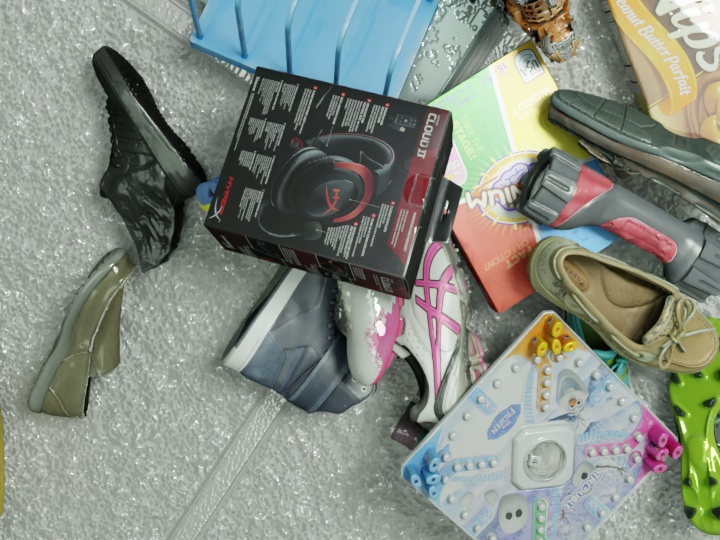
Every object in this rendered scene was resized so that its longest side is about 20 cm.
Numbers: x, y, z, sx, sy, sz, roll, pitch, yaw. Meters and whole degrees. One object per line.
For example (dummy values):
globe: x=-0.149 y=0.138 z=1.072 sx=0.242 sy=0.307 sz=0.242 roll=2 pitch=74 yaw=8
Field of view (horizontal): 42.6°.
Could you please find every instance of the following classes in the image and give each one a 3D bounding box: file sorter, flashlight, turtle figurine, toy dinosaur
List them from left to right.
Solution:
file sorter: x=-0.038 y=-0.244 z=0.807 sx=0.197 sy=0.123 sz=0.141 roll=23 pitch=76 yaw=3
turtle figurine: x=0.133 y=0.182 z=0.908 sx=0.198 sy=0.101 sz=0.151 roll=33 pitch=103 yaw=6
toy dinosaur: x=0.133 y=-0.278 z=0.785 sx=0.100 sy=0.136 sz=0.204 roll=-9 pitch=110 yaw=0
flashlight: x=0.236 y=-0.036 z=0.824 sx=0.198 sy=0.069 sz=0.068 roll=29 pitch=146 yaw=-9

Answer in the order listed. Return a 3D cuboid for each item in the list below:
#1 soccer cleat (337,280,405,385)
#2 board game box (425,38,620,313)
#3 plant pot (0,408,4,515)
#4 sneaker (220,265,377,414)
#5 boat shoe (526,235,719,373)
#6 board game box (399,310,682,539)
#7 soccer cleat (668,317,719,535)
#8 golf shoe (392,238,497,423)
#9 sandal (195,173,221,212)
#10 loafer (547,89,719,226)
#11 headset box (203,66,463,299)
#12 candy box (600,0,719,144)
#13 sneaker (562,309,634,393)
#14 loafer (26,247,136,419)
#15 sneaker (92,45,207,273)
soccer cleat: x=0.000 y=0.000 z=0.848 sx=0.085 sy=0.070 sz=0.204 roll=15 pitch=78 yaw=-23
board game box: x=0.141 y=-0.087 z=0.866 sx=0.151 sy=0.040 sz=0.202 roll=-31 pitch=96 yaw=1
plant pot: x=-0.480 y=0.222 z=0.950 sx=0.196 sy=0.201 sz=0.180 roll=-9 pitch=111 yaw=9
sneaker: x=-0.024 y=0.044 z=0.912 sx=0.145 sy=0.077 sz=0.204 roll=34 pitch=95 yaw=-9
boat shoe: x=0.237 y=0.036 z=0.806 sx=0.197 sy=0.063 sz=0.074 roll=25 pitch=89 yaw=-12
board game box: x=0.168 y=0.173 z=0.840 sx=0.200 sy=0.026 sz=0.200 roll=42 pitch=93 yaw=-18
soccer cleat: x=0.340 y=0.149 z=0.891 sx=0.067 sy=0.080 sz=0.205 roll=-4 pitch=81 yaw=41
golf shoe: x=0.062 y=0.042 z=0.866 sx=0.090 sy=0.073 sz=0.204 roll=-12 pitch=72 yaw=-4
sandal: x=-0.071 y=-0.117 z=0.888 sx=0.197 sy=0.079 sz=0.088 roll=-25 pitch=92 yaw=3
loafer: x=0.249 y=-0.094 z=0.805 sx=0.197 sy=0.072 sz=0.064 roll=25 pitch=124 yaw=14
headset box: x=-0.013 y=-0.072 z=0.788 sx=0.196 sy=0.075 sz=0.151 roll=14 pitch=77 yaw=11
candy box: x=0.302 y=-0.187 z=0.831 sx=0.114 sy=0.055 sz=0.203 roll=-22 pitch=98 yaw=12
sneaker: x=0.224 y=0.089 z=0.883 sx=0.076 sy=0.080 sz=0.204 roll=-7 pitch=101 yaw=8
loafer: x=-0.274 y=0.069 z=0.954 sx=0.069 sy=0.075 sz=0.202 roll=27 pitch=108 yaw=-11
sneaker: x=-0.227 y=-0.109 z=0.912 sx=0.103 sy=0.060 sz=0.201 roll=-34 pitch=95 yaw=12
